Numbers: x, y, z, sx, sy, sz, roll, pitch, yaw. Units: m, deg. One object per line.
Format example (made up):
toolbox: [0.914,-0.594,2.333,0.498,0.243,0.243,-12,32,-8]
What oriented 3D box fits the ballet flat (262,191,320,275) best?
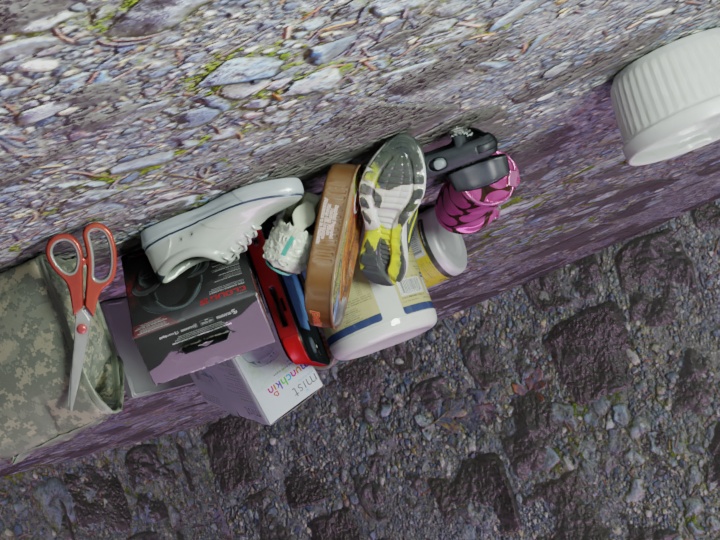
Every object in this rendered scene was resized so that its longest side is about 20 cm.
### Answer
ballet flat: [-0.065,-0.054,1.628,0.072,0.072,0.200,-22,-163,13]

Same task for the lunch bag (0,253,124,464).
lunch bag: [-0.365,0.102,1.564,0.164,0.200,0.118,-23,171,15]

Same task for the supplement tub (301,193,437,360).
supplement tub: [0.000,0.000,1.776,0.144,0.200,0.144,-20,171,-3]

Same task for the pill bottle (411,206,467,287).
pill bottle: [0.054,-0.012,2.143,0.200,0.111,0.111,-24,171,25]

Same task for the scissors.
scissors: [-0.288,0.050,1.480,0.073,0.200,0.014,-7,-171,-12]

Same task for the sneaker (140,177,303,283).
sneaker: [-0.150,-0.044,1.581,0.200,0.071,0.073,-23,171,13]

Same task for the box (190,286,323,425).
box: [-0.166,0.092,1.793,0.097,0.177,0.200,-36,-160,-24]

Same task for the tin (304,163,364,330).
tin: [-0.028,-0.030,1.587,0.042,0.200,0.112,9,154,5]

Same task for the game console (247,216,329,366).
game console: [-0.088,0.022,1.704,0.031,0.200,0.177,-21,172,9]

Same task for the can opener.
can opener: [0.076,-0.122,1.673,0.200,0.079,0.063,-13,-178,18]

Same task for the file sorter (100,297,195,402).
file sorter: [-0.304,0.114,2.005,0.124,0.139,0.200,-24,171,42]

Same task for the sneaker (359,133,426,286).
sneaker: [0.034,-0.081,1.639,0.074,0.200,0.085,12,-144,1]

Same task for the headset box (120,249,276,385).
headset box: [-0.190,0.037,1.614,0.149,0.077,0.200,-20,-147,-1]

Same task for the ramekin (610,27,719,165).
ramekin: [0.400,-0.214,1.693,0.200,0.105,0.200,-21,172,-3]

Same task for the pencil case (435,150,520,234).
pencil case: [0.159,-0.106,1.878,0.094,0.091,0.200,15,171,-2]

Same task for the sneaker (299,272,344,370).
sneaker: [-0.072,0.034,1.850,0.071,0.200,0.080,-30,176,36]
